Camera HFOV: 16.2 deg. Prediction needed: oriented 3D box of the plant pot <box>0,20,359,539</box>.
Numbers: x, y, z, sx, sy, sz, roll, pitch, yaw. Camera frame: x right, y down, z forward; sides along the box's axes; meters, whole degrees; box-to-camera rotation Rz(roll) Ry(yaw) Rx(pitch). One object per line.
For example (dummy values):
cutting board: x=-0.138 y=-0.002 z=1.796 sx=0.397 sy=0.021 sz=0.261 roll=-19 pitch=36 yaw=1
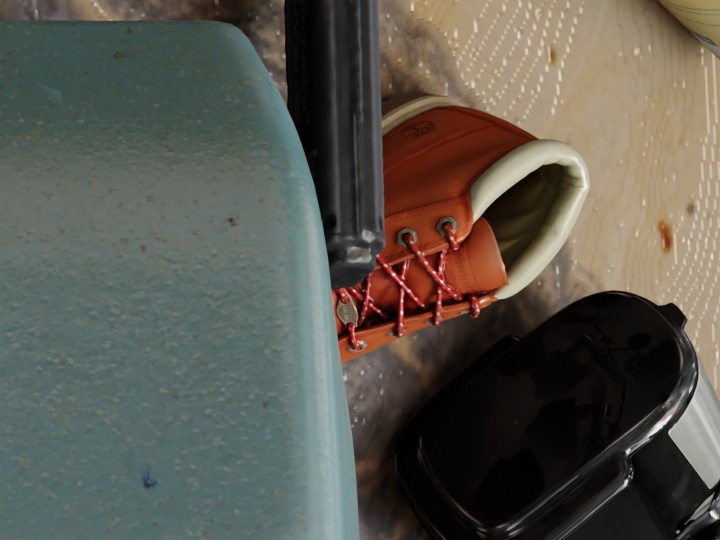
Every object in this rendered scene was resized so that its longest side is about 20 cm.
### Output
plant pot: x=-0.094 y=0.030 z=0.829 sx=0.196 sy=0.195 sz=0.201 roll=83 pitch=8 yaw=-65

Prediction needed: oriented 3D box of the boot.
boot: x=0.000 y=0.000 z=0.990 sx=0.200 sy=0.107 sz=0.075 roll=-40 pitch=126 yaw=-26

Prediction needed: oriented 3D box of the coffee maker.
coffee maker: x=0.108 y=0.137 z=1.095 sx=0.200 sy=0.134 sz=0.193 roll=48 pitch=68 yaw=-36

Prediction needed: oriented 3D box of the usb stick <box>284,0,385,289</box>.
usb stick: x=-0.010 y=-0.095 z=0.957 sx=0.032 sy=0.055 sz=0.201 roll=4 pitch=75 yaw=-22

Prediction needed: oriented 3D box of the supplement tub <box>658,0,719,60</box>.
supplement tub: x=0.171 y=-0.172 z=1.077 sx=0.200 sy=0.144 sz=0.145 roll=36 pitch=75 yaw=-40
